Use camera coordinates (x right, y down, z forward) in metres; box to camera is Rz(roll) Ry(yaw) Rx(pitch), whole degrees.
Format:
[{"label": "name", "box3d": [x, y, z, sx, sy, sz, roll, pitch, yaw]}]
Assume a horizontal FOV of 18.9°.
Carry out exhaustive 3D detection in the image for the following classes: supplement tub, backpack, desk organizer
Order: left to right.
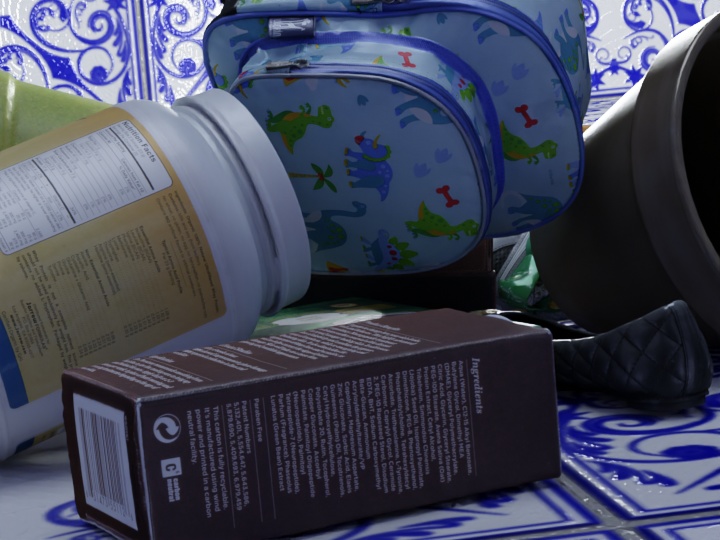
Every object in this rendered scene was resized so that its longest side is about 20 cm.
[{"label": "supplement tub", "box3d": [-0.141, -0.002, 1.116, 0.199, 0.145, 0.145, -24, 15, -22]}, {"label": "desk organizer", "box3d": [-0.016, -0.005, 1.318, 0.199, 0.072, 0.077, -1, 52, 5]}, {"label": "backpack", "box3d": [0.026, -0.089, 1.199, 0.199, 0.184, 0.147, -5, 41, 13]}]

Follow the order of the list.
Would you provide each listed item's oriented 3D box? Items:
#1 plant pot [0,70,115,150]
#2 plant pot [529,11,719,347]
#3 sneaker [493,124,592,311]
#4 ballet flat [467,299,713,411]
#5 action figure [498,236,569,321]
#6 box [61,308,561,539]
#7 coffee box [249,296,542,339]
[{"label": "plant pot", "box3d": [-0.220, -0.055, 1.633, 0.183, 0.201, 0.200, 6, 6, -11]}, {"label": "plant pot", "box3d": [0.196, -0.035, 1.245, 0.199, 0.201, 0.173, -11, -7, -37]}, {"label": "sneaker", "box3d": [0.122, -0.028, 1.440, 0.077, 0.078, 0.200, 39, 50, 16]}, {"label": "ballet flat", "box3d": [0.118, 0.036, 1.155, 0.066, 0.057, 0.200, -9, 9, -33]}, {"label": "action figure", "box3d": [0.161, -0.011, 1.382, 0.199, 0.119, 0.055, -22, 29, -37]}, {"label": "box", "box3d": [-0.021, 0.068, 0.956, 0.199, 0.075, 0.100, -10, 9, -25]}, {"label": "coffee box", "box3d": [-0.003, 0.050, 1.170, 0.122, 0.044, 0.200, -9, 8, -30]}]
